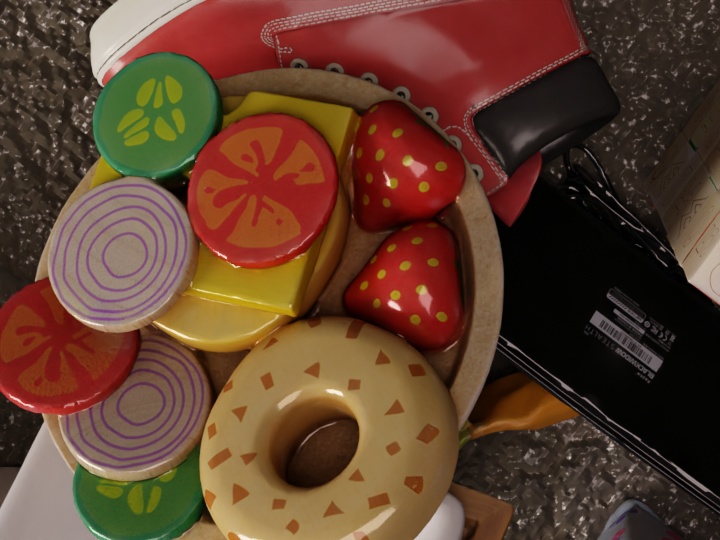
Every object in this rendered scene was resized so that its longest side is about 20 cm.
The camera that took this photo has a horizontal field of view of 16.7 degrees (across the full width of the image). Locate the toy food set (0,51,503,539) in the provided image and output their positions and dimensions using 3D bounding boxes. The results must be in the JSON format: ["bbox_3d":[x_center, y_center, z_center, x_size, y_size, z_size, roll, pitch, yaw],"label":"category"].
[{"bbox_3d":[-0.043,0.014,0.931,0.196,0.049,0.201,10,76,21],"label":"toy food set"}]

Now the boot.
[{"bbox_3d":[-0.002,-0.072,0.995,0.199,0.072,0.145,-20,85,4],"label":"boot"}]

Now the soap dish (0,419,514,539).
[{"bbox_3d":[-0.054,0.138,0.959,0.199,0.081,0.158,17,71,24],"label":"soap dish"}]

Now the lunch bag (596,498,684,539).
[{"bbox_3d":[0.161,0.208,1.020,0.200,0.170,0.127,43,98,-4],"label":"lunch bag"}]

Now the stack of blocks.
[{"bbox_3d":[0.180,-0.007,0.954,0.115,0.200,0.059,35,101,-5],"label":"stack of blocks"}]

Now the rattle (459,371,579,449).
[{"bbox_3d":[0.000,0.000,1.032,0.142,0.130,0.201,-35,73,-2],"label":"rattle"}]

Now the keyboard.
[{"bbox_3d":[0.111,0.025,1.034,0.200,0.040,0.104,38,62,-4],"label":"keyboard"}]

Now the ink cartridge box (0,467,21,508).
[{"bbox_3d":[-0.190,0.193,1.072,0.143,0.084,0.202,0,102,2],"label":"ink cartridge box"}]
